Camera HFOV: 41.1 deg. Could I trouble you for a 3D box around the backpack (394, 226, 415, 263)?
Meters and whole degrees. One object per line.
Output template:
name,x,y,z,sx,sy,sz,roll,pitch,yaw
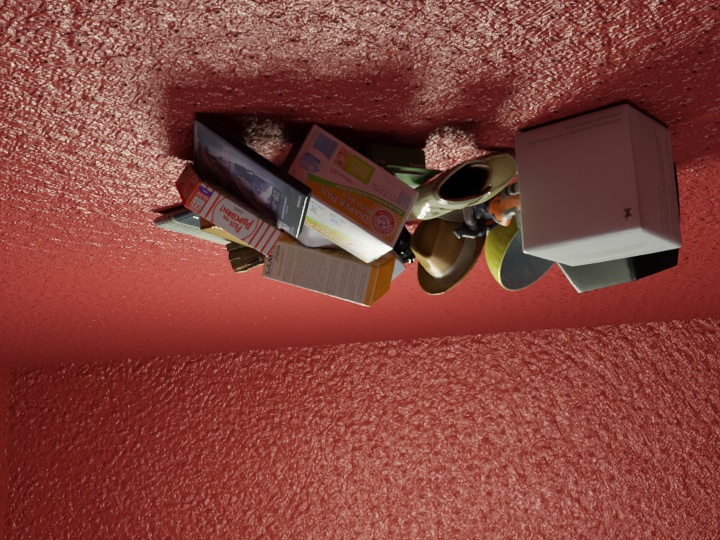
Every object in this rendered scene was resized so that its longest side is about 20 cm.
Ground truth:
backpack,-0.006,-0.053,1.937,0.200,0.154,0.163,-27,165,9

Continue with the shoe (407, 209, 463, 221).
shoe,0.147,-0.130,1.800,0.200,0.053,0.070,-4,147,-11

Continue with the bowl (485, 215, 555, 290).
bowl,0.311,-0.072,1.890,0.200,0.200,0.108,13,-156,-50

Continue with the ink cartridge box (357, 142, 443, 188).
ink cartridge box,0.040,-0.164,1.580,0.104,0.059,0.200,5,165,-27

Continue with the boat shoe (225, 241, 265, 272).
boat shoe,-0.188,-0.037,2.017,0.200,0.068,0.072,-11,178,-30

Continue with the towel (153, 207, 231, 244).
towel,-0.271,-0.101,1.896,0.192,0.035,0.200,-15,161,34

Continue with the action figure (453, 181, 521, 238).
action figure,0.255,-0.135,1.671,0.200,0.105,0.193,-37,-148,-29

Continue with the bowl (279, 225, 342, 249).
bowl,-0.058,-0.090,1.662,0.200,0.075,0.200,5,-164,-31

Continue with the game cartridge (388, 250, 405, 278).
game cartridge,0.000,0.000,1.807,0.133,0.042,0.200,-38,153,20

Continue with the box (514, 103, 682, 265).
box,0.370,-0.125,1.498,0.199,0.200,0.171,-11,167,37

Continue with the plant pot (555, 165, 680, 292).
plant pot,0.454,-0.067,1.717,0.200,0.178,0.199,-16,179,-40

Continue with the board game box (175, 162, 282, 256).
board game box,-0.213,-0.101,1.522,0.151,0.046,0.200,32,-176,-19

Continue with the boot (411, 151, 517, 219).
boot,0.185,-0.145,1.520,0.200,0.072,0.155,-24,180,-15

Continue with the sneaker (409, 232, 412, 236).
sneaker,0.026,-0.058,2.057,0.200,0.079,0.089,6,175,2

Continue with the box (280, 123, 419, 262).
box,-0.028,-0.115,1.486,0.200,0.113,0.101,31,157,-14

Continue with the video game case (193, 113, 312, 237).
video game case,-0.165,-0.139,1.436,0.200,0.019,0.143,34,156,5

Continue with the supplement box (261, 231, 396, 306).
supplement box,-0.052,-0.009,1.657,0.200,0.074,0.126,15,-165,13

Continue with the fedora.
fedora,0.155,-0.053,1.861,0.082,0.201,0.201,31,151,-29

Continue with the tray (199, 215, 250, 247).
tray,-0.214,-0.102,1.722,0.037,0.099,0.200,-10,165,26
